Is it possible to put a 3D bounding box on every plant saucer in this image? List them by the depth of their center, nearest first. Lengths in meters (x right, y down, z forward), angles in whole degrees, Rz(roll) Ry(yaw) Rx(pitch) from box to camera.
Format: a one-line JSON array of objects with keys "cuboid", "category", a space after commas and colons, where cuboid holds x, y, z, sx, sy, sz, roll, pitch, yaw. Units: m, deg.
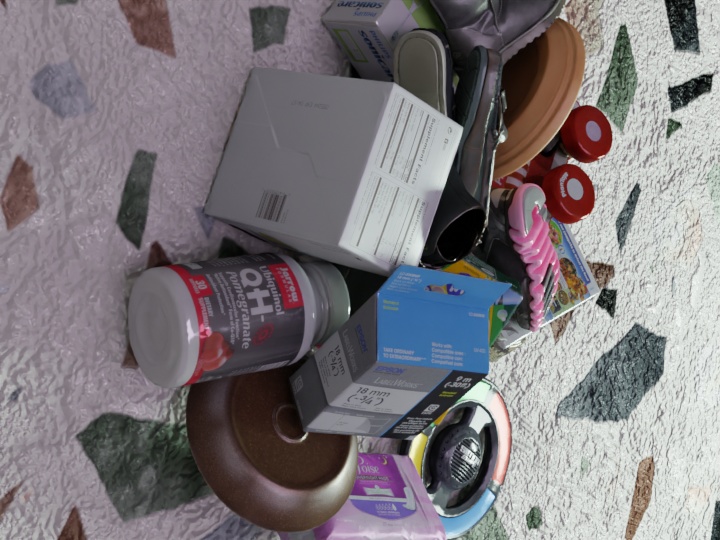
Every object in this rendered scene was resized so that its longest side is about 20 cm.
[{"cuboid": [-0.077, 0.155, 1.339, 0.198, 0.037, 0.203, 18, 55, -28], "category": "plant saucer"}, {"cuboid": [0.154, -0.192, 1.463, 0.037, 0.199, 0.202, 31, 77, -33], "category": "plant saucer"}]

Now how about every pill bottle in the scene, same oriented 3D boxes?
[{"cuboid": [-0.111, 0.042, 1.291, 0.198, 0.110, 0.112, -9, 105, -38], "category": "pill bottle"}]

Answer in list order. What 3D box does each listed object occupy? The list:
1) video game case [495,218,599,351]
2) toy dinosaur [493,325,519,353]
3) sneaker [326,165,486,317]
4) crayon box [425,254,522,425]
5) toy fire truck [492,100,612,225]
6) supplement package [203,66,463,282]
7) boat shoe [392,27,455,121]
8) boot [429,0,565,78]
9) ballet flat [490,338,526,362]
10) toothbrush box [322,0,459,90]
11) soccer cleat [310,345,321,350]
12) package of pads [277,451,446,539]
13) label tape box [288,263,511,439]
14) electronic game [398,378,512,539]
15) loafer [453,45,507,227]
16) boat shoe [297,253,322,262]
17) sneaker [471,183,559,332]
[{"cuboid": [0.196, -0.004, 1.618, 0.199, 0.018, 0.145, -24, 88, -42], "category": "video game case"}, {"cuboid": [0.091, 0.007, 1.513, 0.102, 0.077, 0.202, 19, 44, -48], "category": "toy dinosaur"}, {"cuboid": [0.037, -0.012, 1.321, 0.074, 0.106, 0.201, 18, 114, -37], "category": "sneaker"}, {"cuboid": [0.065, 0.071, 1.432, 0.125, 0.052, 0.201, 30, 106, -8], "category": "crayon box"}, {"cuboid": [0.187, -0.141, 1.569, 0.167, 0.112, 0.202, 32, 62, -24], "category": "toy fire truck"}, {"cuboid": [-0.028, -0.094, 1.294, 0.110, 0.199, 0.158, 24, 83, -44], "category": "supplement package"}, {"cuboid": [0.062, -0.149, 1.374, 0.066, 0.073, 0.202, -52, 143, -61], "category": "boat shoe"}, {"cuboid": [0.120, -0.316, 1.380, 0.182, 0.072, 0.201, -47, 122, -30], "category": "boot"}, {"cuboid": [0.105, 0.085, 1.573, 0.198, 0.068, 0.076, 8, 114, -40], "category": "ballet flat"}, {"cuboid": [0.073, -0.283, 1.438, 0.201, 0.085, 0.146, -58, 133, -21], "category": "toothbrush box"}, {"cuboid": [0.000, 0.000, 1.449, 0.200, 0.066, 0.077, -49, 149, -29], "category": "soccer cleat"}, {"cuboid": [-0.010, 0.252, 1.441, 0.199, 0.121, 0.076, 12, 132, -46], "category": "package of pads"}, {"cuboid": [0.044, 0.085, 1.307, 0.143, 0.200, 0.064, 9, 50, -36], "category": "label tape box"}, {"cuboid": [0.114, 0.222, 1.617, 0.198, 0.041, 0.203, -11, 106, -43], "category": "electronic game"}, {"cuboid": [0.121, -0.132, 1.392, 0.062, 0.072, 0.202, 7, 119, -12], "category": "loafer"}, {"cuboid": [-0.007, -0.091, 1.412, 0.200, 0.072, 0.069, -47, 108, -15], "category": "boat shoe"}, {"cuboid": [0.165, -0.017, 1.519, 0.079, 0.094, 0.202, -59, 145, -42], "category": "sneaker"}]
